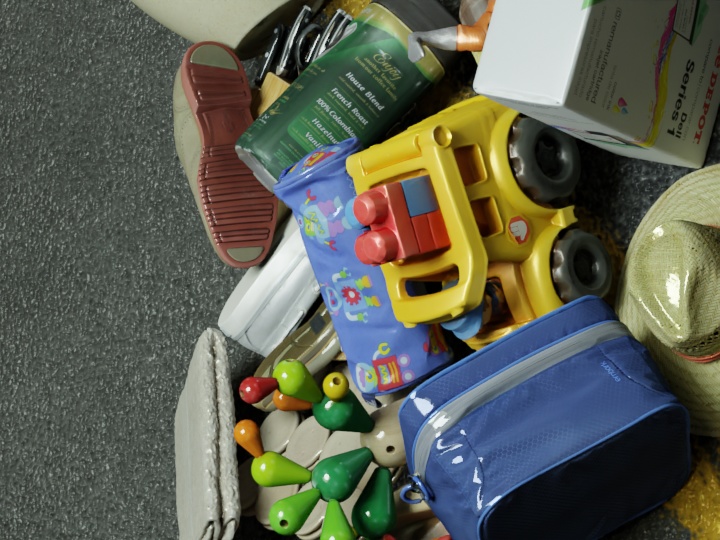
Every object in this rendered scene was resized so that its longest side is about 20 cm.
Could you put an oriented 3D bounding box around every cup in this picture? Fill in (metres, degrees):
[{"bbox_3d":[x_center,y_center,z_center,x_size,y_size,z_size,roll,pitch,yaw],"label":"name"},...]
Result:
[{"bbox_3d":[-0.111,-0.268,1.769,0.200,0.200,0.144,-40,80,27],"label":"cup"}]

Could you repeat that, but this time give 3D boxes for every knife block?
[{"bbox_3d":[-0.044,-0.117,1.736,0.175,0.064,0.201,-24,64,36],"label":"knife block"}]

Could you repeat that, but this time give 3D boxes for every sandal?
[{"bbox_3d":[-0.007,0.049,1.660,0.200,0.054,0.080,-45,17,7],"label":"sandal"}]

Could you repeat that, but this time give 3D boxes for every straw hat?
[{"bbox_3d":[0.234,0.012,1.444,0.200,0.085,0.202,-12,71,38],"label":"straw hat"}]

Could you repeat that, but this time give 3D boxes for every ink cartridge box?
[{"bbox_3d":[0.183,-0.167,1.458,0.084,0.200,0.146,15,89,39],"label":"ink cartridge box"}]

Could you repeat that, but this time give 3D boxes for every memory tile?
[{"bbox_3d":[-0.025,0.144,1.636,0.200,0.017,0.154,10,67,56],"label":"memory tile"}]

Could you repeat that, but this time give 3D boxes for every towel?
[{"bbox_3d":[-0.127,0.162,1.697,0.133,0.034,0.201,112,158,-49],"label":"towel"}]

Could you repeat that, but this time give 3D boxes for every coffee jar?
[{"bbox_3d":[-0.006,-0.142,1.647,0.200,0.085,0.104,-46,7,-4],"label":"coffee jar"}]

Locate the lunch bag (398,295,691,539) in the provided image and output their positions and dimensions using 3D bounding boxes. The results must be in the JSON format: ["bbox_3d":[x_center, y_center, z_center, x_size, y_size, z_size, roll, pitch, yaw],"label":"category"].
[{"bbox_3d":[0.120,0.119,1.444,0.199,0.136,0.133,-26,54,-12],"label":"lunch bag"}]

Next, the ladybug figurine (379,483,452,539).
[{"bbox_3d":[0.060,0.229,1.551,0.199,0.072,0.136,-16,68,37],"label":"ladybug figurine"}]

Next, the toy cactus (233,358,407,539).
[{"bbox_3d":[0.000,0.138,1.496,0.102,0.165,0.201,-9,110,56],"label":"toy cactus"}]

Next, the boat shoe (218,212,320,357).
[{"bbox_3d":[-0.035,-0.011,1.699,0.200,0.068,0.072,-52,16,4],"label":"boat shoe"}]

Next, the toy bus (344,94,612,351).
[{"bbox_3d":[0.071,-0.019,1.499,0.135,0.192,0.201,-16,93,45],"label":"toy bus"}]

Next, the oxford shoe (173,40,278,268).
[{"bbox_3d":[-0.117,-0.089,1.721,0.075,0.070,0.201,136,129,-58],"label":"oxford shoe"}]

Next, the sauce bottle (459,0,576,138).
[{"bbox_3d":[0.117,-0.185,1.612,0.065,0.065,0.201,-38,56,28],"label":"sauce bottle"}]

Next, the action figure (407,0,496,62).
[{"bbox_3d":[0.130,-0.238,1.531,0.104,0.193,0.201,24,110,53],"label":"action figure"}]

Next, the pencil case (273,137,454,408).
[{"bbox_3d":[0.000,0.000,1.569,0.087,0.078,0.201,-15,103,38],"label":"pencil case"}]
